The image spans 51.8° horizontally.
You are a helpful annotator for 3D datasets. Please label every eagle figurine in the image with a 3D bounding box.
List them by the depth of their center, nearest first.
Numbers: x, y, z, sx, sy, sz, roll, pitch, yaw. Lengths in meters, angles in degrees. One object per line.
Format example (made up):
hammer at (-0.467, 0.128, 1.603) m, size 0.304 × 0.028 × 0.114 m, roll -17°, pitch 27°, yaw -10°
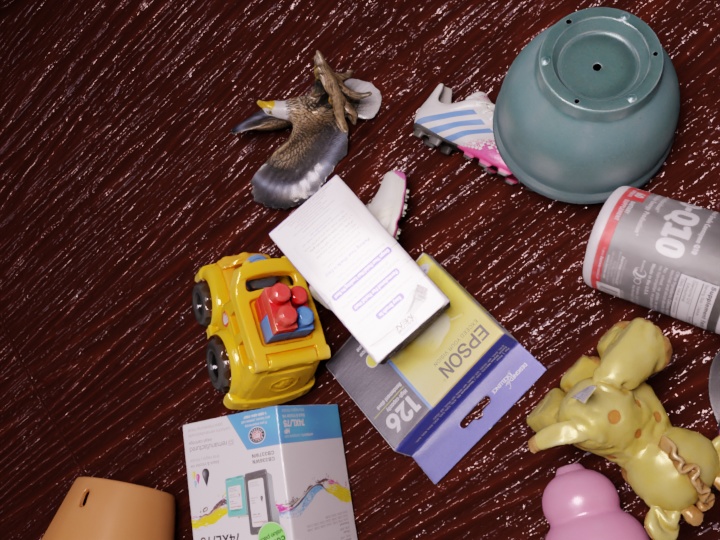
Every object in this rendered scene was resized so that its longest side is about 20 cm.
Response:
eagle figurine at (-0.083, -0.200, 1.013) m, size 0.200 × 0.151 × 0.152 m, roll -43°, pitch 16°, yaw 47°

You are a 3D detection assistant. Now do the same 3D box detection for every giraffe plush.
giraffe plush at (0.274, 0.159, 0.720) m, size 0.162 × 0.200 × 0.173 m, roll 43°, pitch 107°, yaw 8°

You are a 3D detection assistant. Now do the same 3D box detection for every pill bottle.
pill bottle at (0.339, -0.004, 0.742) m, size 0.200 × 0.114 × 0.114 m, roll 23°, pitch 92°, yaw 29°

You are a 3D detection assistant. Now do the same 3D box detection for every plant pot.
plant pot at (0.242, -0.187, 0.779) m, size 0.200 × 0.134 × 0.201 m, roll -2°, pitch 73°, yaw 8°
plant pot at (-0.334, 0.363, 1.002) m, size 0.200 × 0.200 × 0.140 m, roll -2°, pitch 64°, yaw 28°

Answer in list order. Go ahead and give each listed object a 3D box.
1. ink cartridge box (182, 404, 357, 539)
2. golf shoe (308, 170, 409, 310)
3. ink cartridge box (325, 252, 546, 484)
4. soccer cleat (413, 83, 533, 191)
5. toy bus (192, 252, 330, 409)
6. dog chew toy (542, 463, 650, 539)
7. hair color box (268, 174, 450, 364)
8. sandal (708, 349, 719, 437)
ink cartridge box at (-0.108, 0.276, 0.910) m, size 0.147 × 0.146 × 0.200 m, roll -17°, pitch 74°, yaw 25°
golf shoe at (-0.001, -0.040, 0.933) m, size 0.091 × 0.075 × 0.200 m, roll 20°, pitch 83°, yaw -4°
ink cartridge box at (0.083, 0.117, 0.897) m, size 0.198 × 0.047 × 0.200 m, roll -49°, pitch 61°, yaw 11°
soccer cleat at (0.153, -0.167, 0.895) m, size 0.200 × 0.070 × 0.086 m, roll 32°, pitch 97°, yaw 29°
toy bus at (-0.118, 0.048, 0.917) m, size 0.192 × 0.136 × 0.200 m, roll -53°, pitch 51°, yaw 55°
dog chew toy at (0.242, 0.295, 0.741) m, size 0.124 × 0.125 × 0.200 m, roll -24°, pitch 63°, yaw 22°
hair color box at (0.000, 0.000, 0.867) m, size 0.109 × 0.065 × 0.200 m, roll -41°, pitch 77°, yaw 1°
sandal at (0.386, 0.171, 0.724) m, size 0.075 × 0.045 × 0.200 m, roll -7°, pitch 78°, yaw 28°
